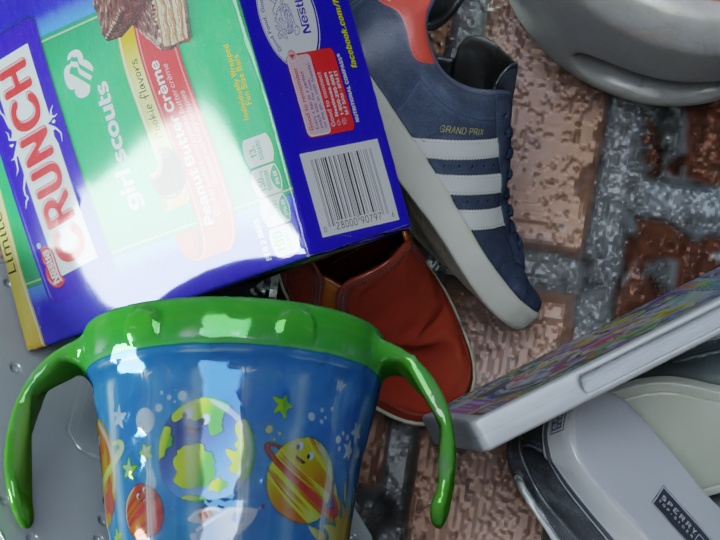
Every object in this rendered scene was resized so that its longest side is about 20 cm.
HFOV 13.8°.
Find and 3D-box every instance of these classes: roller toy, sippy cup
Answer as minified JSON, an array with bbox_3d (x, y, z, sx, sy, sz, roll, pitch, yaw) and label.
[{"bbox_3d":[0.158,-0.181,1.471,0.182,0.140,0.200,-36,84,-12],"label":"roller toy"},{"bbox_3d":[-0.057,0.091,1.323,0.177,0.139,0.131,-12,71,37],"label":"sippy cup"}]

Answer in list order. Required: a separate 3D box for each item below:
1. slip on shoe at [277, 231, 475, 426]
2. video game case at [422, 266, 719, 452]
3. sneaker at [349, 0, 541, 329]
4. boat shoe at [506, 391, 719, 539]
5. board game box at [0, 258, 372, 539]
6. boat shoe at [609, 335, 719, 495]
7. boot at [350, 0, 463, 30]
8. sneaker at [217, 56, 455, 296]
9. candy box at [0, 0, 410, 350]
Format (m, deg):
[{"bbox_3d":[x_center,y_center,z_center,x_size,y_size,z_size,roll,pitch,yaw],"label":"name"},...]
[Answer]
[{"bbox_3d":[0.000,0.000,1.434,0.074,0.061,0.200,-36,120,-12],"label":"slip on shoe"},{"bbox_3d":[0.131,0.033,1.411,0.199,0.143,0.018,-26,91,-8],"label":"video game case"},{"bbox_3d":[0.052,-0.058,1.437,0.084,0.200,0.075,-39,36,-6],"label":"sneaker"},{"bbox_3d":[0.143,0.149,1.429,0.200,0.068,0.072,50,47,-7],"label":"boat shoe"},{"bbox_3d":[-0.116,0.079,1.422,0.200,0.026,0.200,-14,64,-45],"label":"board game box"},{"bbox_3d":[0.181,0.060,1.462,0.199,0.073,0.062,-13,32,9],"label":"boat shoe"},{"bbox_3d":[-0.056,-0.129,1.488,0.200,0.070,0.132,-35,47,-2],"label":"boot"},{"bbox_3d":[-0.025,-0.061,1.489,0.199,0.074,0.082,-25,38,-19],"label":"sneaker"},{"bbox_3d":[-0.089,-0.070,1.363,0.200,0.077,0.170,-19,86,45],"label":"candy box"}]
